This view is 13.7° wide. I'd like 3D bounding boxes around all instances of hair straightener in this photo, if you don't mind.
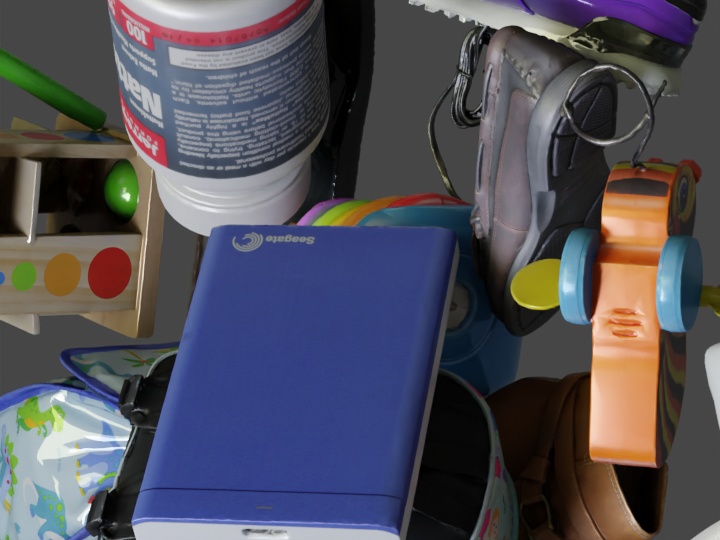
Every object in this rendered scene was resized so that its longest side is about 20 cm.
[{"bbox_3d":[0.079,-0.123,1.616,0.077,0.041,0.201,40,127,45],"label":"hair straightener"}]

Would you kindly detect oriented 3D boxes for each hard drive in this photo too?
[{"bbox_3d":[-0.029,0.056,1.490,0.025,0.131,0.201,79,-163,-44],"label":"hard drive"}]

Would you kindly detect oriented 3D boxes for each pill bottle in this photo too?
[{"bbox_3d":[-0.076,-0.114,1.646,0.120,0.119,0.201,55,160,36],"label":"pill bottle"}]

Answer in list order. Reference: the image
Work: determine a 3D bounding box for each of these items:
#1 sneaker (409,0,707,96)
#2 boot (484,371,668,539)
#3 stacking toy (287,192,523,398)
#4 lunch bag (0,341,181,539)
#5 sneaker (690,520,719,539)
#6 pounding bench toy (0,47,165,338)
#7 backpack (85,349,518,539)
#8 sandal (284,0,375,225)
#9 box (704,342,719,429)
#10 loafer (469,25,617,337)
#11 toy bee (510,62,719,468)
[{"bbox_3d":[0.086,-0.169,1.518,0.199,0.070,0.100,23,106,6],"label":"sneaker"},{"bbox_3d":[0.104,0.154,1.565,0.154,0.073,0.201,-21,78,47],"label":"boot"},{"bbox_3d":[0.000,0.000,1.673,0.200,0.115,0.111,21,109,58],"label":"stacking toy"},{"bbox_3d":[-0.111,0.106,1.767,0.200,0.169,0.128,-22,75,52],"label":"lunch bag"},{"bbox_3d":[0.159,0.216,1.480,0.200,0.073,0.116,-45,55,35],"label":"sneaker"},{"bbox_3d":[-0.204,-0.066,1.892,0.124,0.155,0.202,20,108,52],"label":"pounding bench toy"},{"bbox_3d":[-0.019,0.134,1.526,0.199,0.151,0.178,-2,49,19],"label":"backpack"},{"bbox_3d":[-0.030,-0.107,1.746,0.075,0.048,0.202,15,105,52],"label":"sandal"},{"bbox_3d":[0.278,0.106,1.221,0.171,0.199,0.201,-22,73,49],"label":"box"},{"bbox_3d":[0.088,-0.048,1.534,0.063,0.072,0.201,41,150,24],"label":"loafer"},{"bbox_3d":[0.149,-0.010,1.483,0.130,0.109,0.201,25,117,12],"label":"toy bee"}]
